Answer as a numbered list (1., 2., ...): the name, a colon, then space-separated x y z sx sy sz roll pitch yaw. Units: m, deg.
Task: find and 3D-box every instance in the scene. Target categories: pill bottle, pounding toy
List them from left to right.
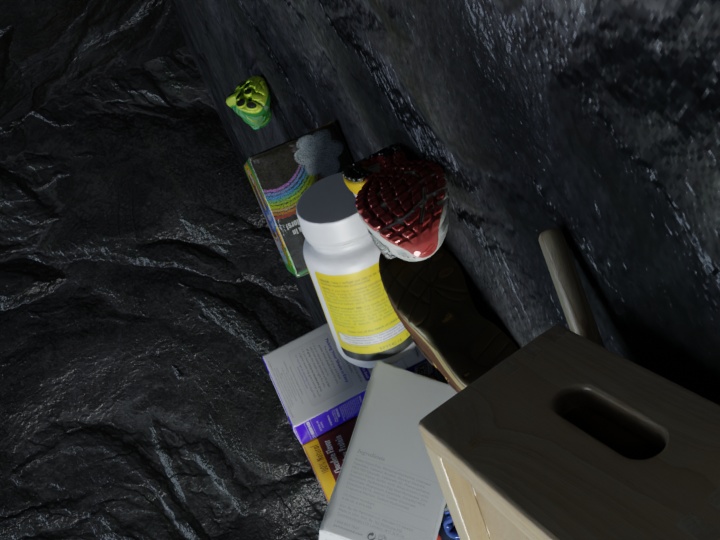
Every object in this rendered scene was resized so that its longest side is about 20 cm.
1. pill bottle: 0.000 0.000 0.929 0.115 0.112 0.203 -125 14 -53
2. pounding toy: 0.129 0.112 0.422 0.199 0.140 0.187 31 147 58

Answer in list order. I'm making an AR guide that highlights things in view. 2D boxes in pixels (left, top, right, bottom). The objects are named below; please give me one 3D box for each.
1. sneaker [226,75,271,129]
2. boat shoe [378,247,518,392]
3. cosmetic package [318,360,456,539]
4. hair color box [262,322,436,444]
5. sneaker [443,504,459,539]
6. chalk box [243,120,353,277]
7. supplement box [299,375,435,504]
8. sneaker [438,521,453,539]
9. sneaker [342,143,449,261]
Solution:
1. sneaker: -0.193 -0.310 1.535 0.083 0.074 0.200 42 178 -22
2. boat shoe: 0.074 0.050 0.728 0.201 0.071 0.068 57 166 39
3. cosmetic package: 0.036 0.250 0.943 0.201 0.120 0.203 96 -169 -57
4. hair color box: -0.013 0.120 1.045 0.110 0.197 0.065 60 172 31
5. sneaker: 0.124 0.254 0.924 0.077 0.087 0.200 64 176 -12
6. chalk box: -0.056 -0.070 1.060 0.124 0.122 0.204 -157 45 -78
7. supplement box: 0.009 0.215 1.179 0.134 0.196 0.200 56 168 46
8. sneaker: 0.173 0.534 1.425 0.076 0.083 0.201 74 169 -48
9. sneaker: 0.040 -0.049 0.706 0.201 0.076 0.083 -109 -7 -69
